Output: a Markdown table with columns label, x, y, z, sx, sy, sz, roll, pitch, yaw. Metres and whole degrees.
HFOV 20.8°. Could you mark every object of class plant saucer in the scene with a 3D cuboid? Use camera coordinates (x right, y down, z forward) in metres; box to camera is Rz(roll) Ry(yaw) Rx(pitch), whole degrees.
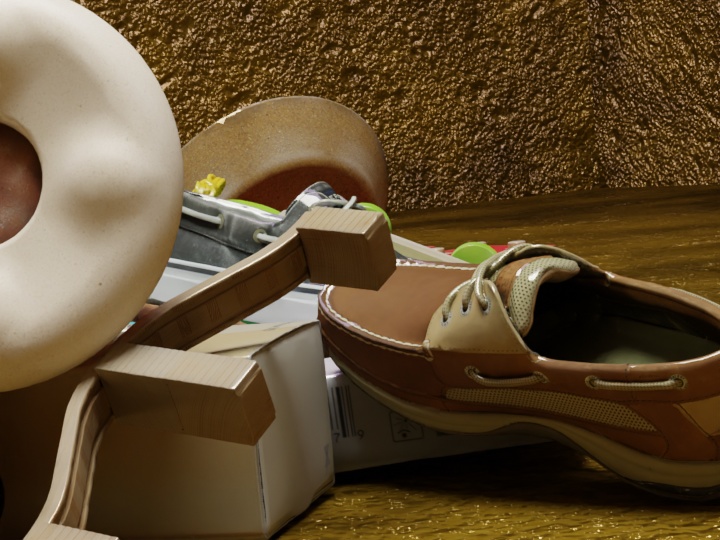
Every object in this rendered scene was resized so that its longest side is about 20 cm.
| label | x | y | z | sx | sy | sz | roll | pitch | yaw |
| --- | --- | --- | --- | --- | --- | --- | --- | --- | --- |
| plant saucer | -0.058 | -0.018 | 1.285 | 0.199 | 0.201 | 0.035 | -7 | 37 | -33 |

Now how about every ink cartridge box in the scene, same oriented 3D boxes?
| label | x | y | z | sx | sy | sz | roll | pitch | yaw |
| --- | --- | --- | --- | --- | --- | --- | --- | --- | --- |
| ink cartridge box | 0.019 | 0.051 | 0.912 | 0.161 | 0.058 | 0.200 | -9 | 8 | 5 |

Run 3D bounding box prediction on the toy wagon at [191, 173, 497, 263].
| label | x | y | z | sx | sy | sz | roll | pitch | yaw |
| --- | --- | --- | --- | --- | --- | --- | --- | --- | --- |
| toy wagon | 0.000 | 0.000 | 1.056 | 0.199 | 0.040 | 0.155 | 20 | 15 | 5 |

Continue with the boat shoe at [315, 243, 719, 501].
| label | x | y | z | sx | sy | sz | roll | pitch | yaw |
| --- | --- | --- | --- | --- | --- | --- | --- | --- | --- |
| boat shoe | 0.070 | 0.022 | 0.758 | 0.199 | 0.074 | 0.076 | 14 | 48 | 32 |

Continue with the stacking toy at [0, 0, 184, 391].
| label | x | y | z | sx | sy | sz | roll | pitch | yaw |
| --- | --- | --- | --- | --- | --- | --- | --- | --- | --- |
| stacking toy | -0.132 | -0.020 | 0.768 | 0.145 | 0.147 | 0.200 | -5 | -8 | 1 |

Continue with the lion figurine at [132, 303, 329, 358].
| label | x | y | z | sx | sy | sz | roll | pitch | yaw |
| --- | --- | --- | --- | --- | --- | --- | --- | --- | --- |
| lion figurine | -0.082 | 0.042 | 1.020 | 0.198 | 0.073 | 0.123 | -2 | 19 | -9 |

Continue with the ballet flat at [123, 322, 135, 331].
| label | x | y | z | sx | sy | sz | roll | pitch | yaw |
| --- | --- | --- | --- | --- | --- | --- | --- | --- | --- |
| ballet flat | -0.174 | 0.072 | 0.903 | 0.199 | 0.068 | 0.075 | -9 | 24 | 26 |

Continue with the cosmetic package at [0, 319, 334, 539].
| label | x | y | z | sx | sy | sz | roll | pitch | yaw |
| --- | --- | --- | --- | --- | --- | --- | --- | --- | --- |
| cosmetic package | -0.119 | 0.065 | 0.780 | 0.198 | 0.072 | 0.105 | -4 | 5 | 14 |

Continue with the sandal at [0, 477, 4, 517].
| label | x | y | z | sx | sy | sz | roll | pitch | yaw |
| --- | --- | --- | --- | --- | --- | --- | --- | --- | --- |
| sandal | -0.204 | 0.034 | 0.724 | 0.200 | 0.075 | 0.048 | 36 | -15 | 31 |

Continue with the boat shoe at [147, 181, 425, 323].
| label | x | y | z | sx | sy | sz | roll | pitch | yaw |
| --- | --- | --- | --- | --- | --- | --- | --- | --- | --- |
| boat shoe | -0.024 | -0.007 | 0.940 | 0.199 | 0.072 | 0.072 | 7 | 1 | 21 |

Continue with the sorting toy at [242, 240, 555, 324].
| label | x | y | z | sx | sy | sz | roll | pitch | yaw |
| --- | --- | --- | --- | --- | --- | --- | --- | --- | --- |
| sorting toy | 0.008 | 0.024 | 1.217 | 0.198 | 0.070 | 0.199 | -8 | 6 | -39 |

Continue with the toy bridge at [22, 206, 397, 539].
| label | x | y | z | sx | sy | sz | roll | pitch | yaw |
| --- | --- | --- | --- | --- | --- | --- | --- | --- | --- |
| toy bridge | -0.062 | 0.043 | 0.672 | 0.067 | 0.027 | 0.200 | 7 | 39 | 31 |
